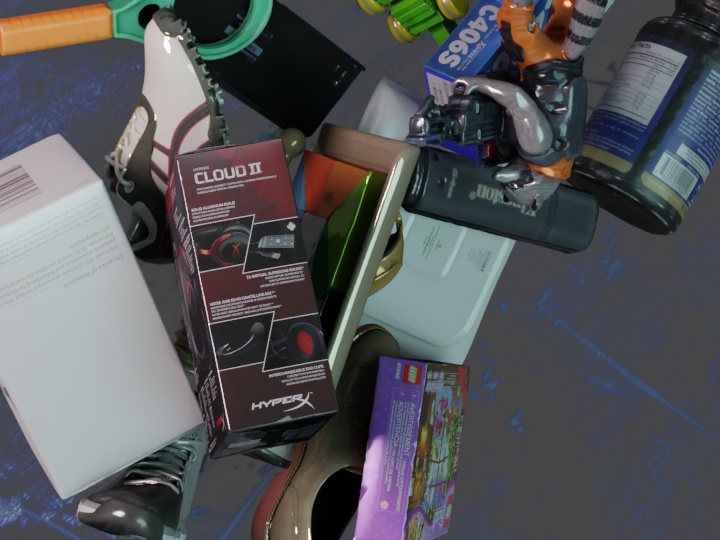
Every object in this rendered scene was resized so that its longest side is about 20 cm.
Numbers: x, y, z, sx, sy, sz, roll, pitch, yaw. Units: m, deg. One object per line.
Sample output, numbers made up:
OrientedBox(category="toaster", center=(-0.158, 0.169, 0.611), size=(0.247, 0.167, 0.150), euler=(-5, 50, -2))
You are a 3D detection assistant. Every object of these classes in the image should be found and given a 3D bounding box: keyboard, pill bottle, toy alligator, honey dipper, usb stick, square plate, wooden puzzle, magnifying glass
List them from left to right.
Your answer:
OrientedBox(category="magnifying glass", center=(-0.155, -0.178, 1.247), size=(0.199, 0.022, 0.080), euler=(-12, 124, -21))
OrientedBox(category="honey dipper", center=(-0.092, -0.017, 1.347), size=(0.038, 0.038, 0.201), euler=(25, 88, -36))
OrientedBox(category="keyboard", center=(-0.073, -0.191, 1.308), size=(0.200, 0.021, 0.127), euler=(33, 100, -37))
OrientedBox(category="wooden puzzle", center=(-0.030, -0.014, 1.293), size=(0.037, 0.200, 0.186), euler=(19, 92, -20))
OrientedBox(category="toy alligator", center=(0.022, -0.232, 1.350), size=(0.200, 0.059, 0.055), euler=(38, 43, -36))
OrientedBox(category="square plate", center=(0.052, -0.028, 1.445), size=(0.197, 0.028, 0.201), euler=(24, 90, -36))
OrientedBox(category="usb stick", center=(0.114, -0.056, 1.440), size=(0.199, 0.033, 0.056), euler=(13, 98, -36))
OrientedBox(category="pill bottle", center=(0.264, -0.141, 1.501), size=(0.112, 0.112, 0.201), euler=(34, 85, -36))

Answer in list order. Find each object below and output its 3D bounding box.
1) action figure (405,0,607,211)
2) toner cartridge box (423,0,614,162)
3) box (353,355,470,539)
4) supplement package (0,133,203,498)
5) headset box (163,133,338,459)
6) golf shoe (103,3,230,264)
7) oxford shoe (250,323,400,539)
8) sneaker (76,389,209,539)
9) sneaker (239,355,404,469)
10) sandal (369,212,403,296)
OrientedBox(category="action figure", center=(0.121, -0.133, 1.281), size=(0.200, 0.104, 0.195), euler=(-29, 128, -52))
OrientedBox(category="toner cartridge box", center=(0.128, -0.187, 1.398), size=(0.200, 0.043, 0.095), euler=(-50, 151, -23))
OrientedBox(category="box", center=(0.042, 0.136, 1.356), size=(0.200, 0.039, 0.138), euler=(15, 84, -77))
OrientedBox(category="supplement package", center=(-0.206, 0.031, 1.225), size=(0.117, 0.117, 0.201), euler=(-28, 118, -13))
OrientedBox(category="headset box", center=(-0.078, 0.013, 1.175), size=(0.074, 0.149, 0.201), euler=(-10, 79, -11))
OrientedBox(category="golf shoe", center=(-0.138, -0.087, 1.256), size=(0.087, 0.077, 0.201), euler=(-15, 125, -15))
OrientedBox(category="oxford shoe", center=(-0.007, 0.133, 1.335), size=(0.070, 0.075, 0.201), euler=(35, 69, -35))
OrientedBox(category="sneaker", center=(-0.148, 0.137, 1.286), size=(0.075, 0.200, 0.116), euler=(19, 82, 0))
OrientedBox(category="sneaker", center=(-0.028, 0.106, 1.415), size=(0.200, 0.075, 0.116), euler=(21, 83, -44))
OrientedBox(category="sandal", center=(0.000, 0.000, 1.352), size=(0.054, 0.080, 0.201), euler=(24, 101, -7))
